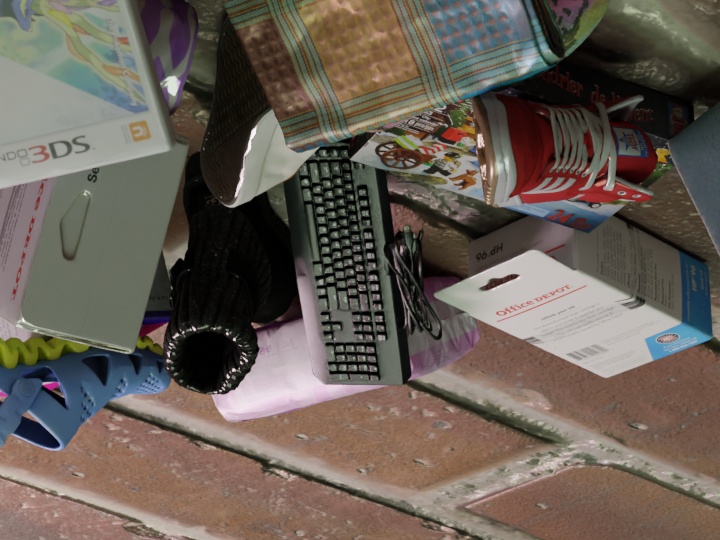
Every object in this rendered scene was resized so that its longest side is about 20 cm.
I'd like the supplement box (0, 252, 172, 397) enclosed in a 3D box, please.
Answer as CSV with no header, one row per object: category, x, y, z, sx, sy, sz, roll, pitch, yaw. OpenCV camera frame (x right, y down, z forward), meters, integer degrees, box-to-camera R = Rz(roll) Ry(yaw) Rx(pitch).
supplement box,-0.245,0.024,1.497,0.101,0.104,0.200,-1,160,-42

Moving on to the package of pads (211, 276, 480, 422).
package of pads,-0.016,0.064,1.562,0.199,0.076,0.120,-17,176,34

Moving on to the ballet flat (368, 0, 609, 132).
ballet flat,0.058,-0.138,1.187,0.199,0.070,0.071,-22,174,25

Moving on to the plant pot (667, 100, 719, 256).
plant pot,0.354,-0.052,1.229,0.195,0.197,0.200,24,123,-33

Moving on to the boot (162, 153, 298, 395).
boot,-0.097,0.028,1.450,0.079,0.159,0.211,-6,150,10

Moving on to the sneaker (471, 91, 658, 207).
sneaker,0.130,-0.077,1.203,0.112,0.072,0.200,-5,178,7

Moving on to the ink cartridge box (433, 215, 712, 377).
ink cartridge box,0.163,0.008,1.485,0.199,0.068,0.116,25,146,-36

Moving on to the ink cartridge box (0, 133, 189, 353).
ink cartridge box,-0.193,-0.034,1.278,0.083,0.148,0.200,15,-179,-22

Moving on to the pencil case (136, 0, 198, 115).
pencil case,-0.201,-0.154,1.208,0.199,0.084,0.085,16,-175,-18

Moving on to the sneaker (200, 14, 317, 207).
sneaker,-0.048,-0.128,1.277,0.084,0.073,0.200,-23,156,-31

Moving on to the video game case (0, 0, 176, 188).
video game case,-0.221,-0.146,1.131,0.181,0.022,0.201,-12,110,9

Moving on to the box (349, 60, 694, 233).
box,0.110,-0.095,1.329,0.199,0.038,0.137,16,150,-22

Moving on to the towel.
towel,0.010,-0.159,1.144,0.199,0.022,0.147,-17,105,32

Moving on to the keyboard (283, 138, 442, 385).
keyboard,0.000,0.000,1.409,0.103,0.040,0.201,-4,117,11

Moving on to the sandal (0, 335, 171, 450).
sandal,-0.226,0.092,1.401,0.199,0.088,0.079,-4,161,-34
